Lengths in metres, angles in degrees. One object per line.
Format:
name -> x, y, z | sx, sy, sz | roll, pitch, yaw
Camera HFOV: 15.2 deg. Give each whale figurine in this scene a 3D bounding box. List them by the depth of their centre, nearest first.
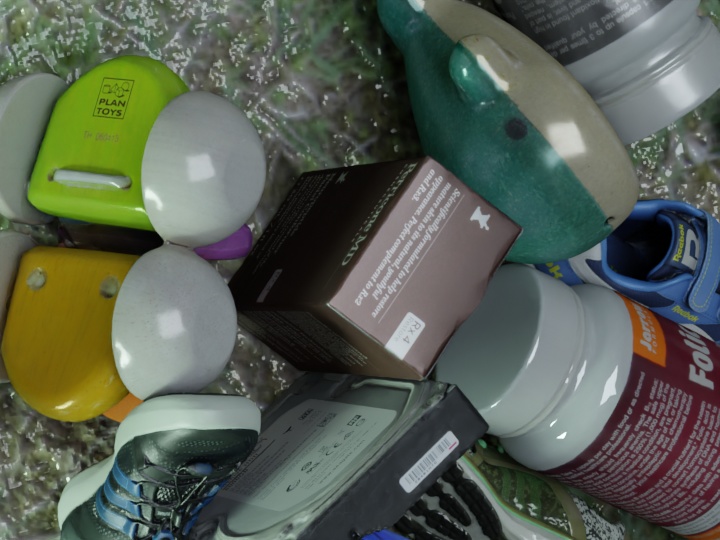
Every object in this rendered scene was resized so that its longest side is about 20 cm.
whale figurine -> 0.066, -0.086, 1.534 | 0.104, 0.159, 0.200 | -42, 69, 0

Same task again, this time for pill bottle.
pill bottle -> 0.150, 0.076, 1.577 | 0.200, 0.114, 0.114 | 26, 80, -30
pill bottle -> 0.130, -0.179, 1.585 | 0.114, 0.114, 0.200 | -37, 103, -18

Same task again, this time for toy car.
toy car -> -0.122, -0.013, 1.471 | 0.150, 0.175, 0.200 | 18, 81, -56

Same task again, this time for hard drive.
hard drive -> -0.028, 0.113, 1.471 | 0.140, 0.200, 0.038 | -43, 105, -16

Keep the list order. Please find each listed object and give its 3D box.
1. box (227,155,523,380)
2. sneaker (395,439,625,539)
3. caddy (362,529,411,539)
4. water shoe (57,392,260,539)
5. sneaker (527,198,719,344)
box -> 0.000, 0.000, 1.482 | 0.075, 0.200, 0.100 | 38, 76, -17
sneaker -> 0.082, 0.131, 1.601 | 0.200, 0.077, 0.089 | 42, 44, -15
caddy -> 0.037, 0.216, 1.530 | 0.200, 0.141, 0.105 | 45, 79, -16
water shoe -> -0.103, 0.126, 1.439 | 0.071, 0.200, 0.079 | 3, 65, -24
sneaker -> 0.194, 0.004, 1.620 | 0.200, 0.082, 0.074 | 12, 65, -24
